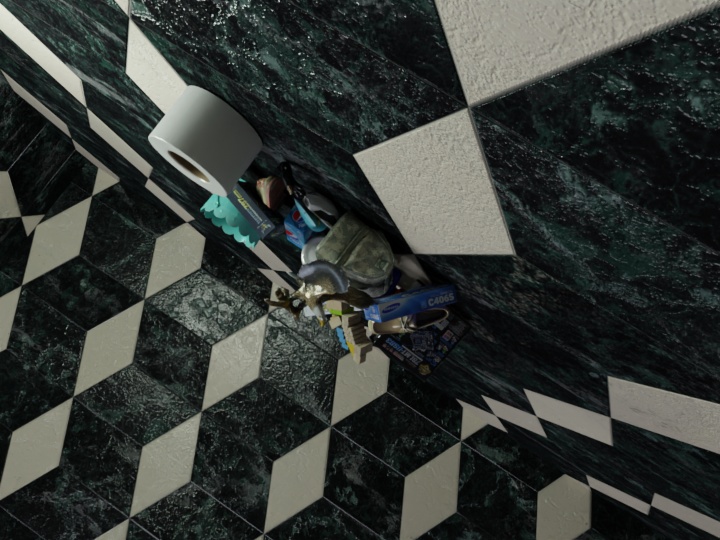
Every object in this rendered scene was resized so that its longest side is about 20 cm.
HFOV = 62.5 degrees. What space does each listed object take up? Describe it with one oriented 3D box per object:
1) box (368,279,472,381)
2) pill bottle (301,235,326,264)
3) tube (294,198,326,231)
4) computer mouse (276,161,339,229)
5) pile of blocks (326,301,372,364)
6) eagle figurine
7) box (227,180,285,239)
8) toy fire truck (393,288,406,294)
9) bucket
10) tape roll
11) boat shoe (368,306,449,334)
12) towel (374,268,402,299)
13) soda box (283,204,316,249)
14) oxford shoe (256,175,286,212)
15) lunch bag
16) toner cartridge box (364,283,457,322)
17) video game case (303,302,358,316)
[{"bbox_3d":[0.158,0.158,1.536,0.200,0.199,0.050,38,-174,-23],"label":"box"},{"bbox_3d":[-0.090,-0.018,1.706,0.114,0.115,0.200,30,173,17],"label":"pill bottle"},{"bbox_3d":[-0.115,-0.125,1.401,0.077,0.050,0.200,47,-177,4],"label":"tube"},{"bbox_3d":[-0.103,-0.161,1.332,0.200,0.044,0.110,40,-169,-46],"label":"computer mouse"},{"bbox_3d":[-0.026,0.137,1.510,0.082,0.062,0.201,-26,83,46],"label":"pile of blocks"},{"bbox_3d":[-0.085,0.049,1.319,0.152,0.199,0.152,62,-162,-8],"label":"eagle figurine"},{"bbox_3d":[-0.269,-0.160,1.566,0.158,0.051,0.200,48,-173,-2],"label":"box"},{"bbox_3d":[0.083,0.072,1.631,0.168,0.112,0.200,57,-162,23],"label":"toy fire truck"},{"bbox_3d":[-0.355,-0.174,1.750,0.206,0.135,0.207,32,168,8],"label":"bucket"},{"bbox_3d":[-0.329,-0.274,1.273,0.202,0.140,0.203,33,169,7],"label":"tape roll"},{"bbox_3d":[0.117,0.116,1.448,0.065,0.198,0.073,-121,19,-68],"label":"boat shoe"},{"bbox_3d":[0.000,0.000,1.513,0.199,0.148,0.050,29,134,4],"label":"towel"},{"bbox_3d":[-0.162,-0.118,1.620,0.064,0.068,0.200,33,168,3],"label":"soda box"},{"bbox_3d":[-0.233,-0.200,1.486,0.075,0.071,0.200,36,168,0],"label":"oxford shoe"},{"bbox_3d":[0.001,-0.022,1.381,0.167,0.140,0.200,38,168,9],"label":"lunch bag"},{"bbox_3d":[0.115,0.073,1.377,0.095,0.199,0.044,177,80,-69],"label":"toner cartridge box"},{"bbox_3d":[-0.042,0.079,1.700,0.180,0.046,0.200,-9,-172,22],"label":"video game case"}]
